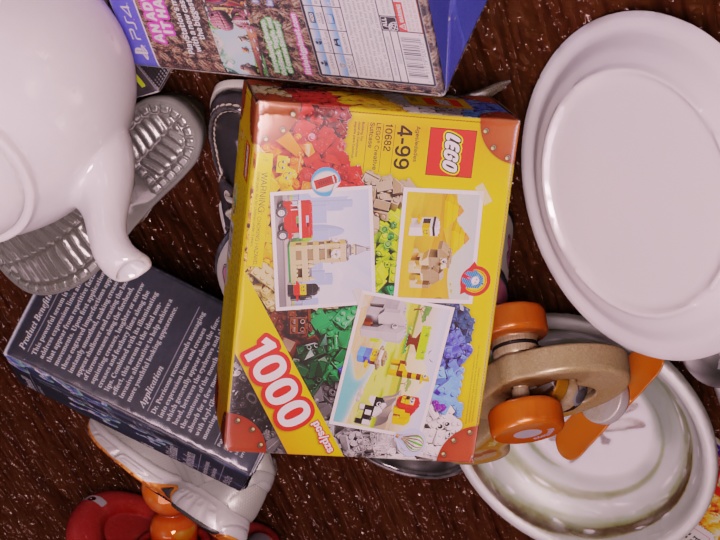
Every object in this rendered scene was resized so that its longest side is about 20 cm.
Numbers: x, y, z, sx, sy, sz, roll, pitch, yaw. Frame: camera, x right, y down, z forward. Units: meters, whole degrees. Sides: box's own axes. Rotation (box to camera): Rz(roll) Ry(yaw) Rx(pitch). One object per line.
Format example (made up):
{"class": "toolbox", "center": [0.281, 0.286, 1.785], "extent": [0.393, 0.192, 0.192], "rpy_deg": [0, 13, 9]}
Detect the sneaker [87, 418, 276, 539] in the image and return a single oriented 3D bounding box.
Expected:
{"class": "sneaker", "center": [-0.145, 0.152, 1.452], "extent": [0.199, 0.092, 0.076], "rpy_deg": [29, 168, 35]}

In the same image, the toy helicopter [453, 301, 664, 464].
{"class": "toy helicopter", "center": [0.115, 0.089, 1.132], "extent": [0.131, 0.079, 0.200], "rpy_deg": [0, 157, -21]}

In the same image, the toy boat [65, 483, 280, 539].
{"class": "toy boat", "center": [-0.170, 0.229, 1.536], "extent": [0.199, 0.130, 0.132], "rpy_deg": [6, 110, 23]}

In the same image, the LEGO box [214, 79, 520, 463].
{"class": "LEGO box", "center": [0.000, 0.000, 0.977], "extent": [0.148, 0.077, 0.202], "rpy_deg": [3, 106, -10]}

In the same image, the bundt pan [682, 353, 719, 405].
{"class": "bundt pan", "center": [0.269, 0.026, 1.019], "extent": [0.201, 0.076, 0.203], "rpy_deg": [18, 136, 18]}

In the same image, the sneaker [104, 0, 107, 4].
{"class": "sneaker", "center": [-0.211, -0.152, 1.032], "extent": [0.115, 0.074, 0.201], "rpy_deg": [25, 142, 4]}

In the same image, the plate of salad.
{"class": "plate of salad", "center": [0.170, -0.049, 0.978], "extent": [0.199, 0.048, 0.202], "rpy_deg": [22, 119, 44]}

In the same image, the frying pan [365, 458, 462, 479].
{"class": "frying pan", "center": [0.070, 0.132, 1.327], "extent": [0.189, 0.031, 0.115], "rpy_deg": [16, 143, 7]}

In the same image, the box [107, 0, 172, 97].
{"class": "box", "center": [-0.233, -0.184, 1.105], "extent": [0.159, 0.044, 0.200], "rpy_deg": [-11, 131, 38]}

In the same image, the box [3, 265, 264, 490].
{"class": "box", "center": [-0.149, 0.070, 1.277], "extent": [0.199, 0.108, 0.148], "rpy_deg": [26, 167, 0]}

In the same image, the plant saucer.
{"class": "plant saucer", "center": [0.158, 0.109, 1.206], "extent": [0.199, 0.050, 0.201], "rpy_deg": [14, 124, 21]}

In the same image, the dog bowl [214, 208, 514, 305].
{"class": "dog bowl", "center": [0.007, 0.016, 1.110], "extent": [0.198, 0.074, 0.201], "rpy_deg": [-7, 151, -4]}

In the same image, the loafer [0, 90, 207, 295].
{"class": "loafer", "center": [-0.171, -0.053, 1.167], "extent": [0.199, 0.070, 0.075], "rpy_deg": [-34, 98, 26]}

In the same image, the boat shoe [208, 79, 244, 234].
{"class": "boat shoe", "center": [-0.064, -0.041, 1.167], "extent": [0.073, 0.061, 0.201], "rpy_deg": [9, 141, 19]}

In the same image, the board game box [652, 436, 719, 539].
{"class": "board game box", "center": [0.276, 0.211, 1.289], "extent": [0.199, 0.046, 0.151], "rpy_deg": [35, 143, -13]}

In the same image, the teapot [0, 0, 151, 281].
{"class": "teapot", "center": [-0.230, -0.085, 0.958], "extent": [0.199, 0.147, 0.198], "rpy_deg": [-8, 134, 28]}

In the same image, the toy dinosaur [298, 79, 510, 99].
{"class": "toy dinosaur", "center": [0.003, -0.099, 1.062], "extent": [0.199, 0.077, 0.102], "rpy_deg": [-16, 144, 18]}

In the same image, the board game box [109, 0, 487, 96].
{"class": "board game box", "center": [-0.043, -0.194, 0.935], "extent": [0.199, 0.097, 0.160], "rpy_deg": [8, 141, 22]}
